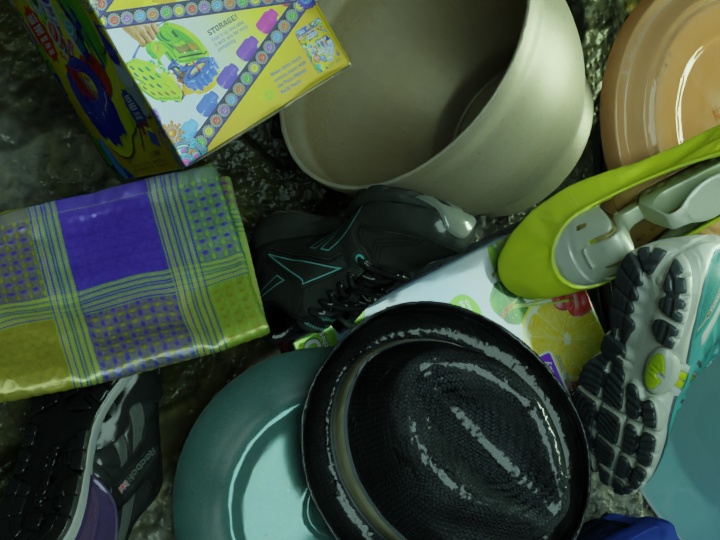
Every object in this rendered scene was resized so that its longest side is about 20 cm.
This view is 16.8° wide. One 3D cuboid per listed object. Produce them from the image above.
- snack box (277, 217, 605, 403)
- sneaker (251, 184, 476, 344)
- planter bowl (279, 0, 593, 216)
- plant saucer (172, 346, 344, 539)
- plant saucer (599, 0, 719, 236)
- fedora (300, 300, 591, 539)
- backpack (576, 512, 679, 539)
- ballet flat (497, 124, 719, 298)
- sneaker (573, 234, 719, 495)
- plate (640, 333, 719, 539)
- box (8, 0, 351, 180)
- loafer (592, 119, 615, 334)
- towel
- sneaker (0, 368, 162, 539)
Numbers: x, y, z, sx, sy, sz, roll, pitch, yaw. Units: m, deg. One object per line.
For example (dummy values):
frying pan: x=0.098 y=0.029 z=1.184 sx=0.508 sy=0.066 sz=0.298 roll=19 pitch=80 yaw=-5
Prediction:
snack box: x=0.064 y=0.068 z=1.615 sx=0.200 sy=0.053 sz=0.143 roll=-25 pitch=95 yaw=-15
sneaker: x=0.000 y=0.000 z=1.513 sx=0.075 sy=0.200 sz=0.079 roll=23 pitch=69 yaw=-30
planter bowl: x=0.065 y=-0.114 z=1.562 sx=0.135 sy=0.200 sz=0.201 roll=34 pitch=78 yaw=-42
plant saucer: x=-0.019 y=0.149 z=1.549 sx=0.199 sy=0.036 sz=0.201 roll=0 pitch=91 yaw=-14
plant saucer: x=0.246 y=-0.102 z=1.634 sx=0.200 sy=0.032 sz=0.201 roll=0 pitch=90 yaw=-35
fedora: x=0.064 y=0.111 z=1.499 sx=0.200 sy=0.092 sz=0.201 roll=2 pitch=81 yaw=-16
backpack: x=0.131 y=0.259 z=1.579 sx=0.200 sy=0.168 sz=0.163 roll=-22 pitch=89 yaw=-13
ballet flat: x=0.179 y=-0.035 z=1.554 sx=0.200 sy=0.067 sz=0.067 roll=-27 pitch=112 yaw=6
sneaker: x=0.197 y=0.063 z=1.562 sx=0.079 sy=0.078 sz=0.200 roll=-14 pitch=136 yaw=-37
plate: x=0.252 y=0.111 z=1.610 sx=0.026 sy=0.200 sz=0.201 roll=-26 pitch=97 yaw=-40
box: x=-0.128 y=-0.169 z=1.481 sx=0.122 sy=0.200 sz=0.193 roll=-32 pitch=98 yaw=-15
loafer: x=0.198 y=-0.016 z=1.654 sx=0.072 sy=0.063 sz=0.201 roll=-9 pitch=92 yaw=-19
towel: x=-0.165 y=0.007 z=1.506 sx=0.199 sy=0.023 sz=0.144 roll=-11 pitch=54 yaw=-8
sneaker: x=-0.160 y=0.103 z=1.540 sx=0.088 sy=0.076 sz=0.200 roll=41 pitch=62 yaw=-47
